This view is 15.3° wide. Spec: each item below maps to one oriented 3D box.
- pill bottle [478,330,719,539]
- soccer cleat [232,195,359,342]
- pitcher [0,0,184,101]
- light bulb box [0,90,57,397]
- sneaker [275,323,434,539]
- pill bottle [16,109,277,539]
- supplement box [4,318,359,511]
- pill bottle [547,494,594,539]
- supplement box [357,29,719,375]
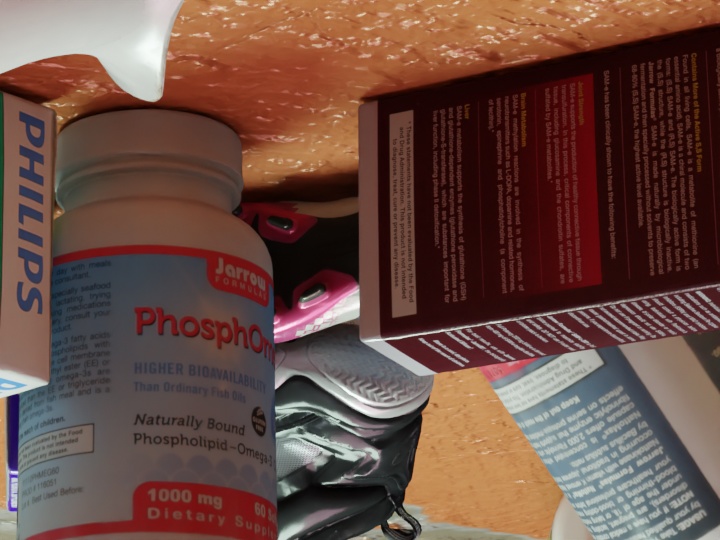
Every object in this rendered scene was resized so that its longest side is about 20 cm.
[{"bbox_3d":[0.148,0.079,1.225,0.119,0.200,0.120,-34,-179,1],"label":"pill bottle"},{"bbox_3d":[0.000,0.000,1.228,0.199,0.070,0.086,-12,159,29],"label":"soccer cleat"},{"bbox_3d":[-0.134,-0.120,0.815,0.199,0.122,0.172,-2,144,-33],"label":"pitcher"},{"bbox_3d":[-0.259,-0.011,1.088,0.198,0.125,0.200,-17,155,39],"label":"light bulb box"},{"bbox_3d":[-0.060,0.080,1.278,0.199,0.114,0.075,7,-158,22],"label":"sneaker"},{"bbox_3d":[-0.090,0.040,1.132,0.108,0.201,0.109,-1,162,0],"label":"pill bottle"},{"bbox_3d":[-0.082,0.066,1.374,0.199,0.104,0.101,-1,164,-7],"label":"supplement box"},{"bbox_3d":[0.175,0.197,1.778,0.111,0.112,0.200,-1,162,-1],"label":"pill bottle"},{"bbox_3d":[0.099,-0.028,1.091,0.199,0.109,0.061,-9,159,26],"label":"supplement box"}]
